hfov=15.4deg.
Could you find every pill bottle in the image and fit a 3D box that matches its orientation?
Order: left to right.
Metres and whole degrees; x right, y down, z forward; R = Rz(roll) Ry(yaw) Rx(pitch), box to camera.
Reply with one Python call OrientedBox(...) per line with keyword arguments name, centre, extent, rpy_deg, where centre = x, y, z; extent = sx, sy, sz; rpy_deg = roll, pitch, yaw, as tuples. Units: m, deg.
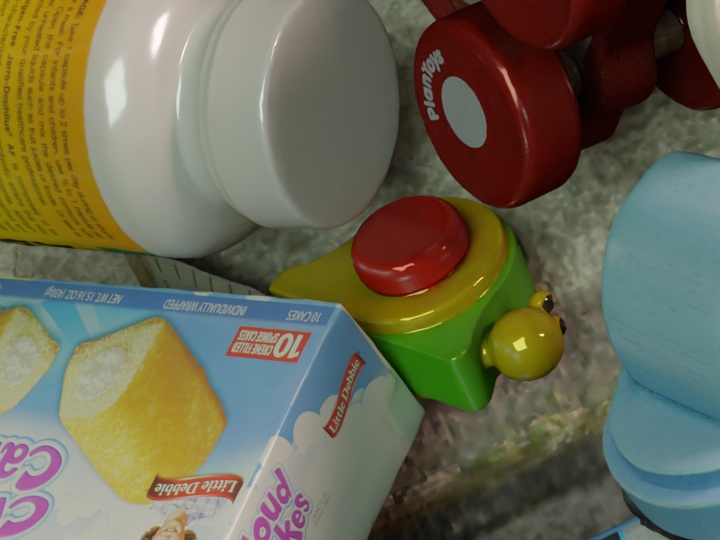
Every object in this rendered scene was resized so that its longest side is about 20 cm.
OrientedBox(name="pill bottle", centre=(-0.090, -0.063, 0.955), extent=(0.199, 0.113, 0.113), rpy_deg=(5, 91, 33))

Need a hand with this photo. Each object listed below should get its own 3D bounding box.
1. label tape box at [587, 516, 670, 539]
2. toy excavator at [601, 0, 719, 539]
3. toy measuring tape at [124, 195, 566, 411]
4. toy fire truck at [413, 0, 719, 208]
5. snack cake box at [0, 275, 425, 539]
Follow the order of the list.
OrientedBox(name="label tape box", centre=(0.145, 0.164, 0.852), extent=(0.143, 0.066, 0.201), rpy_deg=(-26, 75, 2))
OrientedBox(name="toy excavator", centre=(0.124, -0.027, 0.761), extent=(0.195, 0.200, 0.100), rpy_deg=(-48, 32, -11))
OrientedBox(name="toy measuring tape", centre=(0.000, 0.000, 0.959), extent=(0.200, 0.073, 0.074), rpy_deg=(17, 96, 43))
OrientedBox(name="toy fire truck", centre=(0.056, -0.132, 0.866), extent=(0.168, 0.112, 0.200), rpy_deg=(53, 154, 24))
OrientedBox(name="snack cake box", centre=(-0.090, 0.070, 0.939), extent=(0.199, 0.067, 0.115), rpy_deg=(4, 55, 39))
